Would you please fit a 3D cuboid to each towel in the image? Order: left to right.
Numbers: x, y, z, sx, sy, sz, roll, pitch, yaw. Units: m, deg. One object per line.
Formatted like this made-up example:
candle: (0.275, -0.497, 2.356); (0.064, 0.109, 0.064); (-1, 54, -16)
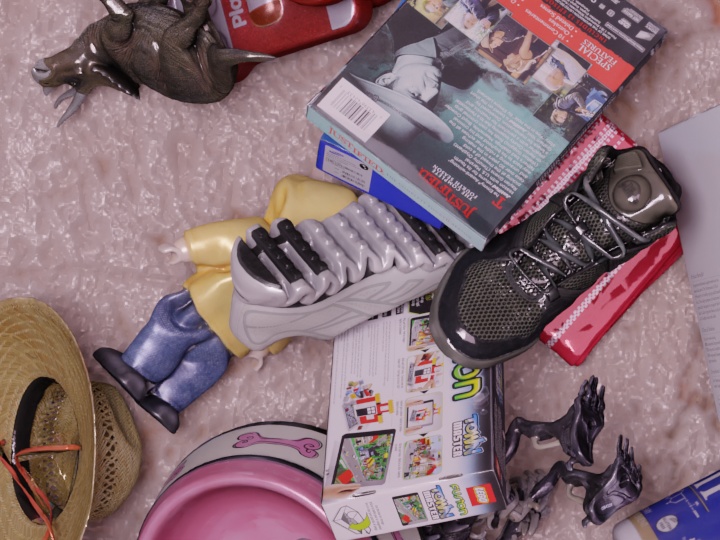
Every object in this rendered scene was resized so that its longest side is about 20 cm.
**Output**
towel: (0.118, -0.049, 1.546); (0.200, 0.022, 0.145); (41, 88, 2)

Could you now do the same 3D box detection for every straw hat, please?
straw hat: (-0.192, 0.119, 1.505); (0.085, 0.201, 0.201); (4, 87, -39)

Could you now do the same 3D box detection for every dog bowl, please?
dog bowl: (-0.059, 0.202, 1.477); (0.200, 0.074, 0.200); (3, 100, 19)

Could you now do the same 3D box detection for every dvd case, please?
dvd case: (0.082, -0.126, 1.466); (0.146, 0.022, 0.200); (37, 67, 10)

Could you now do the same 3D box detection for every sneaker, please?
sneaker: (0.000, 0.000, 1.487); (0.200, 0.081, 0.075); (-12, 48, -29)
sneaker: (0.128, -0.017, 1.438); (0.199, 0.114, 0.076); (-32, 78, -31)

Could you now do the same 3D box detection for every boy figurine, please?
boy figurine: (-0.085, 0.009, 1.513); (0.200, 0.064, 0.124); (-48, 129, -6)

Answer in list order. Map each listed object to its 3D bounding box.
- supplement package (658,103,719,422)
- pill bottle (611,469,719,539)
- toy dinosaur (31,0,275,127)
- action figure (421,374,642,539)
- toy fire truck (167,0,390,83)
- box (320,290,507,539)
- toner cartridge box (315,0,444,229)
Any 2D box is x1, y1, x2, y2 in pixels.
supplement package: (0.302, -0.015, 1.468); (0.151, 0.152, 0.200); (-11, 87, -12)
pill bottle: (0.276, 0.174, 1.487); (0.200, 0.120, 0.120); (-27, 88, -1)
toy dinosaur: (-0.123, -0.148, 1.499); (0.200, 0.077, 0.102); (9, 130, 29)
action figure: (0.086, 0.133, 1.500); (0.200, 0.102, 0.119); (-18, 119, 36)
toy fire truck: (-0.071, -0.234, 1.521); (0.168, 0.112, 0.200); (-16, 90, 21)
box: (0.036, 0.083, 1.454); (0.110, 0.200, 0.035); (-12, 125, 12)
toner cartridge box: (0.058, -0.134, 1.502); (0.095, 0.043, 0.200); (26, 66, 5)
